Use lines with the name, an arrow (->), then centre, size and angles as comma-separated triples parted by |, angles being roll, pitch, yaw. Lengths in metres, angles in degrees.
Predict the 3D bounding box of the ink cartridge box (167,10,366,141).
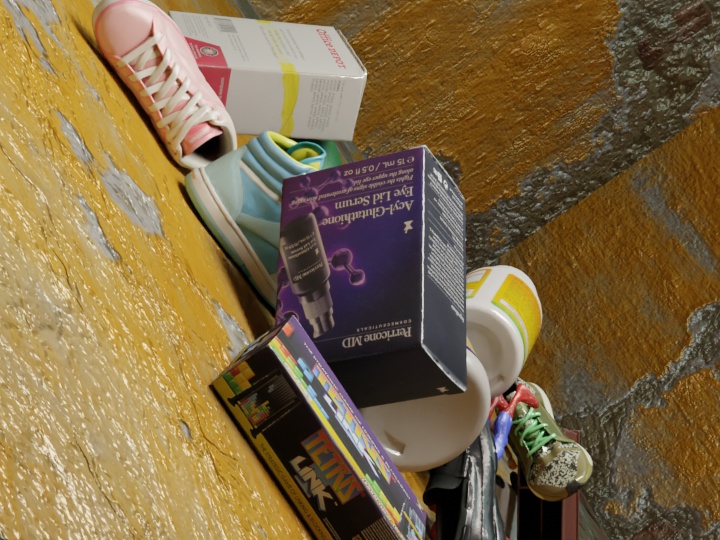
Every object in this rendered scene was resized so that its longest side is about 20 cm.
ink cartridge box -> -0.109, -0.212, 1.663 | 0.146, 0.198, 0.084 | -116, -147, -55

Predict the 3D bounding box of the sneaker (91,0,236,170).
sneaker -> -0.181, -0.174, 1.470 | 0.201, 0.075, 0.105 | 57, -1, -38

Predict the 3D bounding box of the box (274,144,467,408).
box -> 0.011, 0.011, 1.349 | 0.104, 0.146, 0.202 | 46, 38, -52

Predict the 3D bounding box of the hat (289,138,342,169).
hat -> -0.044, -0.155, 1.732 | 0.199, 0.177, 0.166 | 32, -20, -3

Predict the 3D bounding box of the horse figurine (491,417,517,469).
horse figurine -> 0.094, 0.156, 1.664 | 0.199, 0.050, 0.133 | 17, 42, -44

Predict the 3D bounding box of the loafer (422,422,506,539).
loafer -> 0.095, 0.210, 1.474 | 0.070, 0.068, 0.202 | 11, 55, -24

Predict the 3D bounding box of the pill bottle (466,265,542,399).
pill bottle -> 0.140, 0.060, 1.676 | 0.112, 0.111, 0.200 | 55, 22, -4

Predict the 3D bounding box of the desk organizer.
desk organizer -> 0.208, 0.281, 1.732 | 0.077, 0.071, 0.203 | 28, 62, -69

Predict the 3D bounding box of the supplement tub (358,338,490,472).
supplement tub -> 0.035, 0.086, 1.488 | 0.146, 0.145, 0.200 | 52, 7, -31

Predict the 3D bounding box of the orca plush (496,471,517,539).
orca plush -> 0.130, 0.276, 1.763 | 0.200, 0.070, 0.106 | 27, 72, -57

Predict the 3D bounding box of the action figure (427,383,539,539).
action figure -> 0.135, 0.222, 1.579 | 0.099, 0.065, 0.200 | 54, 49, -17

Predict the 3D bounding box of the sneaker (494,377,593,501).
sneaker -> 0.184, 0.175, 1.669 | 0.089, 0.077, 0.200 | 48, 5, -35

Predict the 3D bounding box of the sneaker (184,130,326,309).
sneaker -> -0.064, -0.046, 1.463 | 0.201, 0.130, 0.080 | 53, 5, -30

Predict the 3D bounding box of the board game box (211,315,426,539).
board game box -> -0.025, 0.140, 1.161 | 0.201, 0.056, 0.165 | 56, 7, -3
